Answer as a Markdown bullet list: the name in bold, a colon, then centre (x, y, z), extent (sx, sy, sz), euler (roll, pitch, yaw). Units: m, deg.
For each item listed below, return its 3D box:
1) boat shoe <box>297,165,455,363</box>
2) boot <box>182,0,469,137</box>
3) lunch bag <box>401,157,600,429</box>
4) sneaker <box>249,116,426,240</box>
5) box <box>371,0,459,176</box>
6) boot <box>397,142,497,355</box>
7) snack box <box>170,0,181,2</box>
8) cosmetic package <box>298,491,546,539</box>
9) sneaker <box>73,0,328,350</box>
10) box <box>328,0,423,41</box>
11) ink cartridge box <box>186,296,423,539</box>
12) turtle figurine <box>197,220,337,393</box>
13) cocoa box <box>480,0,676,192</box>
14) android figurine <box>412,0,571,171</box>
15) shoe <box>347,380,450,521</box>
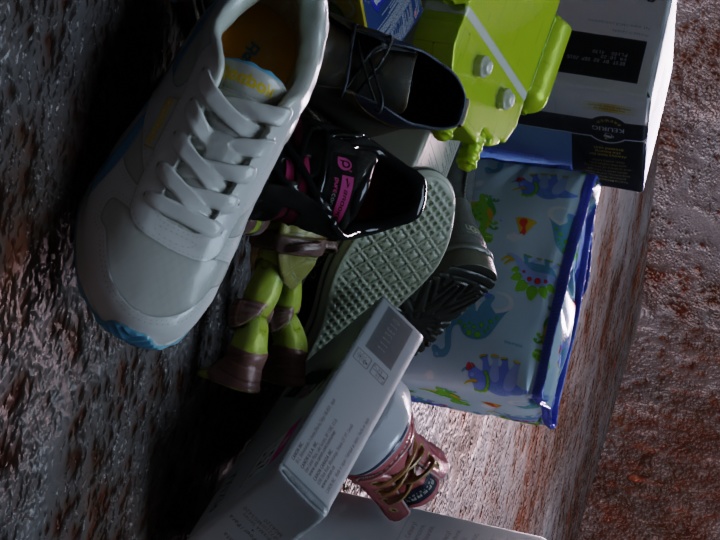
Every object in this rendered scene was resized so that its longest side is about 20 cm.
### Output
- **boat shoe**: centre (0.000, 0.000, 1.154), extent (0.062, 0.074, 0.200), euler (-105, -148, -40)
- **boot**: centre (-0.015, -0.125, 0.968), extent (0.200, 0.096, 0.075), euler (33, 65, -60)
- **lunch bag**: centre (0.088, 0.006, 1.378), extent (0.127, 0.169, 0.201), euler (56, 45, -70)
- **sneaker**: centre (-0.039, -0.056, 0.935), extent (0.199, 0.083, 0.077), euler (2, 94, -49)
- **box**: centre (0.035, -0.130, 1.211), extent (0.095, 0.077, 0.201), euler (70, 40, -66)
- **boot**: centre (0.029, -0.044, 1.297), extent (0.072, 0.182, 0.201), euler (25, 43, -41)
- **snack box**: centre (-0.014, -0.190, 0.794), extent (0.037, 0.199, 0.117), euler (31, 68, -42)
- **cosmetic package**: centre (0.012, 0.273, 1.217), extent (0.166, 0.199, 0.168), euler (-54, 151, -59)
- **sneaker**: centre (-0.074, -0.058, 0.825), extent (0.081, 0.076, 0.201), euler (-37, -150, 60)
- **box**: centre (-0.017, -0.199, 1.002), extent (0.064, 0.070, 0.200), euler (-59, 159, -25)
- **ink cartridge box**: centre (-0.055, 0.121, 1.081), extent (0.173, 0.044, 0.200), euler (-40, -171, 32)
- **turtle figurine**: centre (-0.045, -0.012, 1.057), extent (0.200, 0.064, 0.162), euler (-15, 115, -75)
- **cocoa box**: centre (0.144, -0.164, 1.408), extent (0.131, 0.199, 0.134), euler (78, 26, -58)
- **android figurine**: centre (0.088, -0.165, 1.154), extent (0.182, 0.041, 0.201), euler (47, 58, -57)
- **shoe**: centre (0.022, 0.122, 1.180), extent (0.071, 0.091, 0.200), euler (-43, -172, -3)
